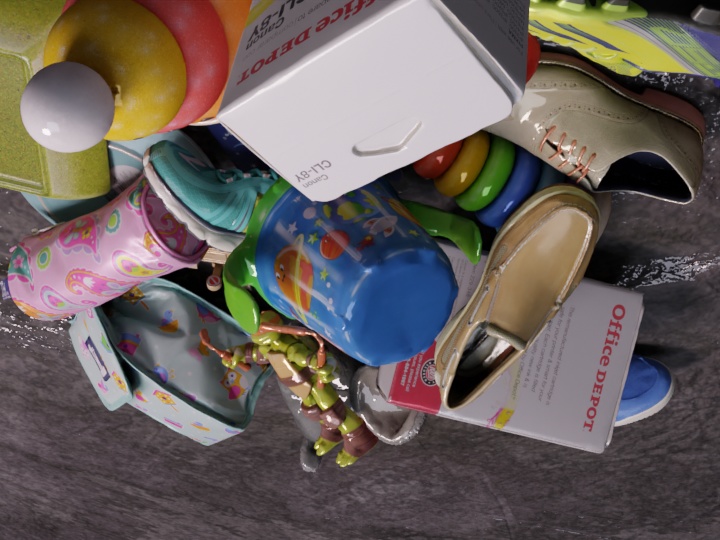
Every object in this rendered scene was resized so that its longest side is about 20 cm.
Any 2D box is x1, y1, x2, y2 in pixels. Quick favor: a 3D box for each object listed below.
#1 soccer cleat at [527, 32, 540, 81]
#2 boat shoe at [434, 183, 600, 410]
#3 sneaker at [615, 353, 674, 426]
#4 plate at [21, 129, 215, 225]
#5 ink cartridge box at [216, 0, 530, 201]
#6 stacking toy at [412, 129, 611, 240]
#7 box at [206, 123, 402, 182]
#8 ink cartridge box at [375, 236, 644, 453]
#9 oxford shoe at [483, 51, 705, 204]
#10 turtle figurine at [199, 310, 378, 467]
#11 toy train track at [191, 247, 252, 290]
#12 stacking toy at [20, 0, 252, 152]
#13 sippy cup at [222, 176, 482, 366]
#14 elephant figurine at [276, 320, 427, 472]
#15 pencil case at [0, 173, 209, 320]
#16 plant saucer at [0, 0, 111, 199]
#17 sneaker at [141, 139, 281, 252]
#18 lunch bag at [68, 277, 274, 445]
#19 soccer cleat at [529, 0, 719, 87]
[{"bbox_3d":[0.023,-0.128,0.642,0.199,0.085,0.069,-21,115,-8],"label":"soccer cleat"},{"bbox_3d":[0.116,0.030,0.707,0.071,0.076,0.200,23,123,-3],"label":"boat shoe"},{"bbox_3d":[0.205,0.100,0.939,0.199,0.077,0.111,1,154,21],"label":"sneaker"},{"bbox_3d":[-0.217,-0.070,0.829,0.199,0.026,0.201,8,140,7],"label":"plate"},{"bbox_3d":[0.014,-0.157,0.522,0.145,0.201,0.083,-23,134,36],"label":"ink cartridge box"},{"bbox_3d":[0.091,-0.076,0.725,0.200,0.086,0.085,27,141,-17],"label":"stacking toy"},{"bbox_3d":[-0.055,-0.116,0.739,0.121,0.032,0.200,-9,142,23],"label":"box"},{"bbox_3d":[0.128,0.064,0.837,0.199,0.148,0.086,15,180,-10],"label":"ink cartridge box"},{"bbox_3d":[0.155,-0.100,0.677,0.199,0.074,0.071,12,146,-3],"label":"oxford shoe"},{"bbox_3d":[-0.057,0.092,0.842,0.200,0.064,0.162,-6,123,52],"label":"turtle figurine"},{"bbox_3d":[-0.079,0.002,0.901,0.199,0.033,0.115,7,144,3],"label":"toy train track"},{"bbox_3d":[-0.146,-0.127,0.579,0.146,0.200,0.147,9,123,14],"label":"stacking toy"},{"bbox_3d":[0.000,0.000,0.700,0.178,0.130,0.140,-46,130,-3],"label":"sippy cup"},{"bbox_3d":[0.029,0.103,0.926,0.199,0.142,0.155,-1,138,20],"label":"elephant figurine"},{"bbox_3d":[-0.217,-0.018,0.806,0.200,0.088,0.087,-19,136,34],"label":"pencil case"},{"bbox_3d":[-0.300,-0.135,0.723,0.199,0.048,0.200,13,139,2],"label":"plant saucer"},{"bbox_3d":[-0.080,-0.057,0.755,0.200,0.078,0.080,25,124,-33],"label":"sneaker"},{"bbox_3d":[-0.202,0.089,0.967,0.200,0.122,0.170,30,157,-13],"label":"lunch bag"},{"bbox_3d":[0.157,-0.157,0.609,0.199,0.065,0.084,9,147,-1],"label":"soccer cleat"}]
